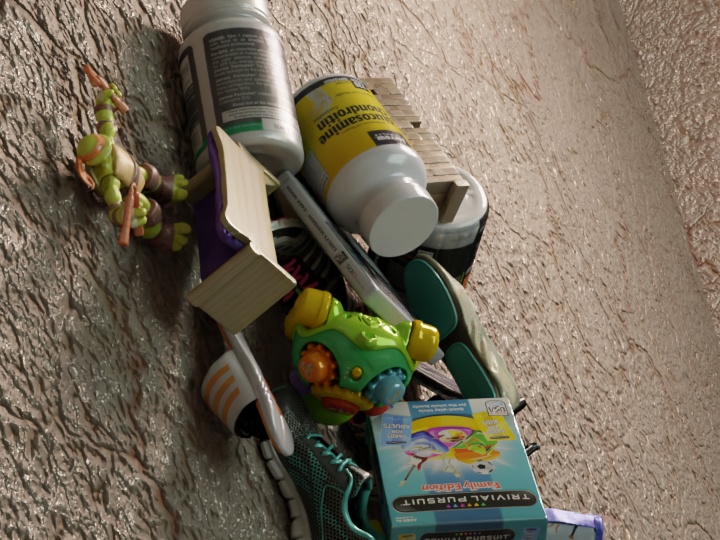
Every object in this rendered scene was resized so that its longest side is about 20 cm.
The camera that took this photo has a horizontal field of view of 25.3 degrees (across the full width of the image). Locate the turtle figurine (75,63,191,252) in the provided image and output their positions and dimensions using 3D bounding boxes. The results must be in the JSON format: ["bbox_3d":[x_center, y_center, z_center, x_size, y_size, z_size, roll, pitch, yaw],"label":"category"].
[{"bbox_3d":[-0.211,-0.075,1.435,0.161,0.064,0.200,47,20,-56],"label":"turtle figurine"}]

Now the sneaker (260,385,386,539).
[{"bbox_3d":[-0.031,0.200,1.542,0.078,0.091,0.200,3,65,-62],"label":"sneaker"}]

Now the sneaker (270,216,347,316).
[{"bbox_3d":[-0.065,0.007,1.675,0.200,0.074,0.087,30,36,-63],"label":"sneaker"}]

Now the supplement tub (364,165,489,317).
[{"bbox_3d":[0.069,-0.017,1.835,0.123,0.122,0.200,-87,-172,-47],"label":"supplement tub"}]

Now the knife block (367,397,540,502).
[{"bbox_3d":[0.104,0.190,1.726,0.200,0.064,0.176,30,65,-36],"label":"knife block"}]

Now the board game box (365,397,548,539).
[{"bbox_3d":[0.091,0.203,1.591,0.200,0.151,0.047,-103,-167,-59],"label":"board game box"}]

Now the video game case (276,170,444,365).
[{"bbox_3d":[0.000,0.000,1.673,0.182,0.023,0.200,52,4,32],"label":"video game case"}]

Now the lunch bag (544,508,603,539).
[{"bbox_3d":[0.153,0.320,1.647,0.124,0.170,0.200,-86,-177,-52],"label":"lunch bag"}]

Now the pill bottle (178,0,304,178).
[{"bbox_3d":[-0.129,-0.190,1.669,0.113,0.113,0.200,31,42,-56],"label":"pill bottle"}]

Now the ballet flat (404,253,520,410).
[{"bbox_3d":[0.110,0.072,1.739,0.062,0.067,0.200,-10,70,-50],"label":"ballet flat"}]

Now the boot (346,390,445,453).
[{"bbox_3d":[0.053,0.170,1.796,0.151,0.073,0.200,57,32,-25],"label":"boot"}]

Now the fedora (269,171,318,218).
[{"bbox_3d":[-0.034,-0.105,1.828,0.201,0.092,0.201,49,28,-38],"label":"fedora"}]

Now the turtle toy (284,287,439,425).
[{"bbox_3d":[-0.013,0.096,1.591,0.200,0.146,0.101,127,-20,-72],"label":"turtle toy"}]

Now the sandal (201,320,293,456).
[{"bbox_3d":[-0.121,0.104,1.491,0.207,0.059,0.079,59,-6,42],"label":"sandal"}]

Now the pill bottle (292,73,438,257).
[{"bbox_3d":[0.001,-0.108,1.676,0.112,0.112,0.200,38,14,-50],"label":"pill bottle"}]

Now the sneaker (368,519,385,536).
[{"bbox_3d":[0.016,0.337,1.547,0.082,0.074,0.200,55,26,-33],"label":"sneaker"}]

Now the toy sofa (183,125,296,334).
[{"bbox_3d":[-0.129,-0.042,1.511,0.098,0.083,0.200,42,19,-30],"label":"toy sofa"}]

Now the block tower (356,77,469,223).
[{"bbox_3d":[0.043,-0.137,1.762,0.058,0.054,0.200,-6,46,-33],"label":"block tower"}]

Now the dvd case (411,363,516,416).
[{"bbox_3d":[0.081,0.125,1.849,0.149,0.016,0.200,29,1,32],"label":"dvd case"}]
